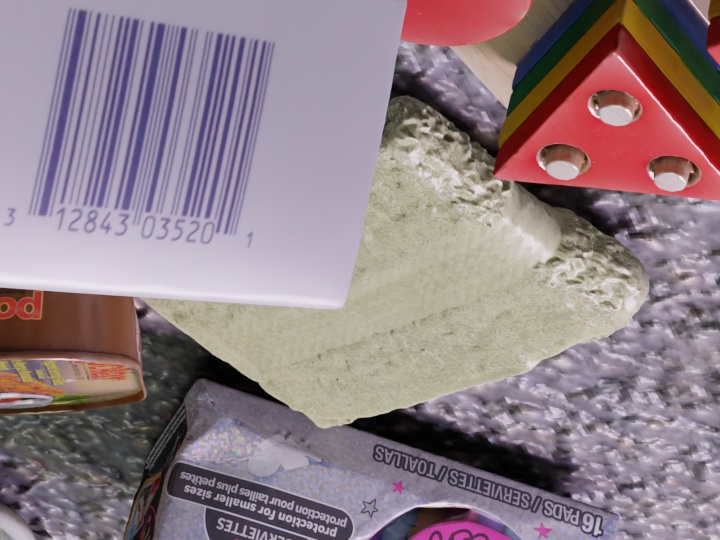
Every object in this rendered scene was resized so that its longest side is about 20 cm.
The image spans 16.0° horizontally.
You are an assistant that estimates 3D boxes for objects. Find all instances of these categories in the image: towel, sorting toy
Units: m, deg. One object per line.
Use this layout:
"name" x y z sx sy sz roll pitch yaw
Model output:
"towel" 0.000 0.000 1.005 0.148 0.037 0.199 34 144 -28
"sorting toy" 0.090 -0.095 0.794 0.198 0.070 0.200 -13 139 36

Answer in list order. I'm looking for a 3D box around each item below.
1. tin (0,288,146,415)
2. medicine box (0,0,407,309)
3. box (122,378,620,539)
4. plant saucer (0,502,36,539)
"tin" -0.142 0.032 1.035 0.111 0.042 0.200 2 171 -4
"medicine box" -0.122 -0.064 0.757 0.181 0.104 0.199 4 -168 -44
"box" -0.005 0.146 1.142 0.199 0.115 0.132 18 157 -9
"plant saucer" -0.261 0.145 1.272 0.199 0.050 0.201 -14 149 -9
